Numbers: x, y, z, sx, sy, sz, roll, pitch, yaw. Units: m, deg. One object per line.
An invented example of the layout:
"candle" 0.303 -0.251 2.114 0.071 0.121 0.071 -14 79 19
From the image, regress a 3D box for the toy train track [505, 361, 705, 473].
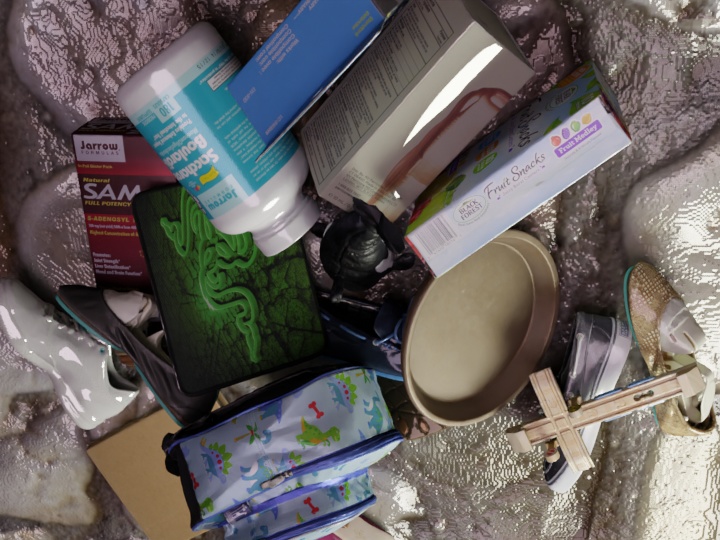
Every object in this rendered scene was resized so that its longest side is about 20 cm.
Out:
"toy train track" 0.234 0.139 0.854 0.197 0.033 0.116 -24 101 20

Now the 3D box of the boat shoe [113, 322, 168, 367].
"boat shoe" -0.171 0.082 0.951 0.196 0.072 0.069 -13 112 15

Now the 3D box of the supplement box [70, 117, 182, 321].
"supplement box" -0.221 -0.050 0.903 0.106 0.061 0.204 2 114 9

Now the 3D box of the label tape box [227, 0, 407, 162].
"label tape box" -0.036 -0.187 0.727 0.063 0.201 0.144 43 114 -10

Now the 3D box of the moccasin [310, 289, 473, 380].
"moccasin" 0.022 0.064 0.905 0.195 0.081 0.070 7 119 5

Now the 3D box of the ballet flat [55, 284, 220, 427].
"ballet flat" -0.215 0.068 0.886 0.200 0.068 0.069 44 91 3

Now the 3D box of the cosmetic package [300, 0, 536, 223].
"cosmetic package" 0.044 -0.147 0.778 0.086 0.105 0.200 26 122 -34

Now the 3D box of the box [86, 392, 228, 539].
"box" -0.210 0.237 1.053 0.198 0.021 0.165 -28 102 22

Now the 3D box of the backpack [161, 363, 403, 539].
"backpack" -0.058 0.182 0.853 0.197 0.183 0.149 -28 78 12

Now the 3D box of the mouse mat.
"mouse mat" -0.124 0.006 0.863 0.158 0.008 0.204 -16 92 -21

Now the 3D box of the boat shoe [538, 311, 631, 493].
"boat shoe" 0.215 0.136 0.911 0.066 0.072 0.204 15 116 2

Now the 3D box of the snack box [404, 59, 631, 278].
"snack box" 0.135 -0.092 0.776 0.199 0.143 0.053 -35 105 23

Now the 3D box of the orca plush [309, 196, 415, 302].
"orca plush" 0.000 0.000 0.812 0.103 0.200 0.072 22 78 -14

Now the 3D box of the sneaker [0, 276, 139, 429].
"sneaker" -0.324 0.078 0.985 0.087 0.076 0.202 -28 114 7

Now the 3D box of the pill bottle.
"pill bottle" -0.120 -0.112 0.802 0.110 0.111 0.201 -31 108 21

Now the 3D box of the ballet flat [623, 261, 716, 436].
"ballet flat" 0.313 0.081 0.866 0.065 0.070 0.203 10 133 49

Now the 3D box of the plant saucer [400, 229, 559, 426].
"plant saucer" 0.115 0.054 0.856 0.197 0.029 0.204 -15 118 -30

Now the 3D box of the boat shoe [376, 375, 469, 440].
"boat shoe" 0.026 0.149 0.955 0.196 0.067 0.074 -16 83 19

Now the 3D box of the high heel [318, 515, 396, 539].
"high heel" -0.015 0.327 1.062 0.095 0.068 0.202 -4 123 44
